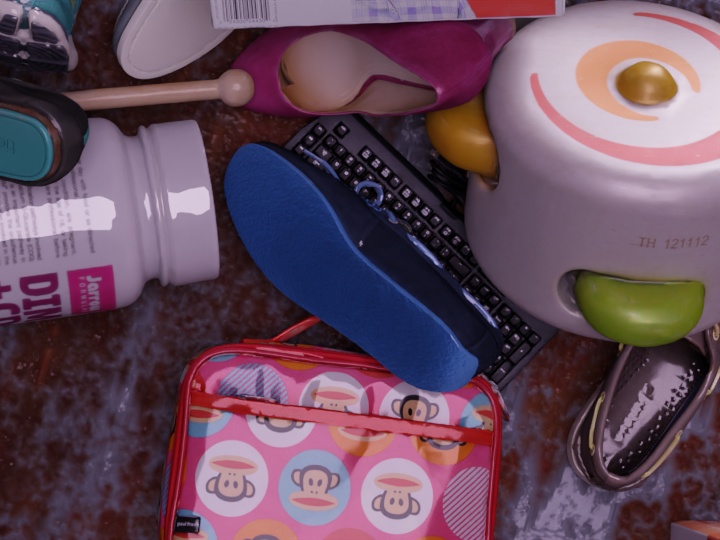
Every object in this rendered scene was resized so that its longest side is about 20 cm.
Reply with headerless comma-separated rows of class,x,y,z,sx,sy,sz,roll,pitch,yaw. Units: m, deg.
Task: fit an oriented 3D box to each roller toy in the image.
roller toy,0.155,-0.064,1.556,0.182,0.140,0.200,-32,55,-34

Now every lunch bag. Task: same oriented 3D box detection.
lunch bag,-0.016,0.113,1.600,0.200,0.082,0.176,7,84,-8

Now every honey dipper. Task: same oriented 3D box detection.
honey dipper,-0.162,-0.099,1.586,0.200,0.038,0.038,-3,90,0

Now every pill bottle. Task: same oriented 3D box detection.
pill bottle,-0.187,-0.028,1.557,0.200,0.113,0.113,-9,91,-7

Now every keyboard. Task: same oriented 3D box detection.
keyboard,0.041,-0.022,1.625,0.200,0.040,0.104,43,85,-6

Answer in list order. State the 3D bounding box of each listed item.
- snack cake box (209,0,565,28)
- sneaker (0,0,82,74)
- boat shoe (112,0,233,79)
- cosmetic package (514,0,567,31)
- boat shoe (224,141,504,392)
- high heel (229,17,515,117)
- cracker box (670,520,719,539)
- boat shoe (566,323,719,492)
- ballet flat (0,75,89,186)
snack cake box,0.013,-0.201,1.485,0.200,0.067,0.115,-1,123,4
sneaker,-0.191,-0.156,1.513,0.077,0.200,0.080,15,95,-5
boat shoe,-0.087,-0.204,1.609,0.062,0.073,0.200,38,92,37
cosmetic package,0.120,-0.228,1.601,0.200,0.073,0.104,-32,61,-8
boat shoe,0.000,0.000,1.590,0.200,0.069,0.084,48,125,17
high heel,-0.010,-0.108,1.547,0.200,0.096,0.067,-3,117,32
cracker box,0.224,0.253,1.601,0.058,0.134,0.200,2,89,-7
boat shoe,0.193,0.044,1.635,0.072,0.060,0.200,31,86,-6
ballet flat,-0.242,-0.093,1.507,0.200,0.068,0.068,18,117,14
